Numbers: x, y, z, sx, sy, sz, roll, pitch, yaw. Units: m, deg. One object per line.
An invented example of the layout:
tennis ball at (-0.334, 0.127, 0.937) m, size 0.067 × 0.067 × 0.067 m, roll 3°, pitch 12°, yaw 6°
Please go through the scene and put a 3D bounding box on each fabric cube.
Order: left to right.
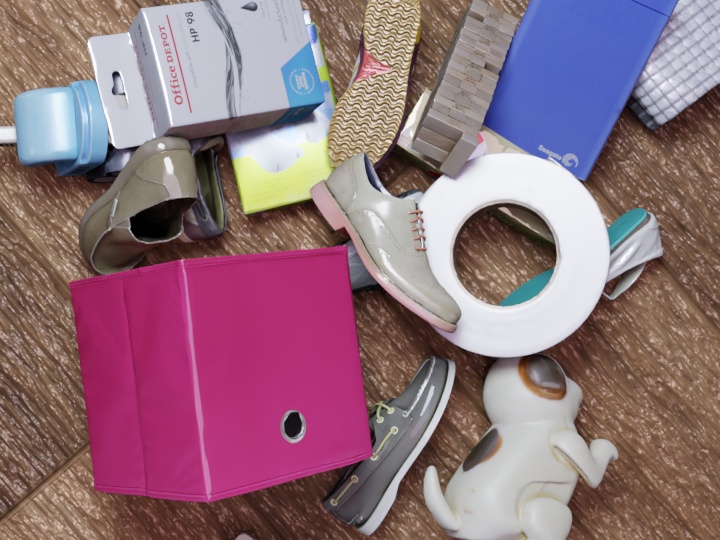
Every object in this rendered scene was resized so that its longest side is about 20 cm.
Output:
fabric cube at (-0.128, 0.091, 0.950) m, size 0.196 × 0.200 × 0.200 m, roll -5°, pitch 88°, yaw -44°

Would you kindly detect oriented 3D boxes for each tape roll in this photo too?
tape roll at (0.142, -0.015, 1.001) m, size 0.202 × 0.037 × 0.204 m, roll -1°, pitch 85°, yaw 11°

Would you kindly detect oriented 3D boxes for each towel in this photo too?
towel at (0.335, -0.268, 1.071) m, size 0.200 × 0.086 × 0.166 m, roll -38°, pitch 89°, yaw -1°

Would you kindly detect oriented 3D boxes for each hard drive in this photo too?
hard drive at (0.215, -0.209, 1.038) m, size 0.132 × 0.025 × 0.201 m, roll 28°, pitch 114°, yaw 11°

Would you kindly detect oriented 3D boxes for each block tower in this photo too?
block tower at (0.105, -0.190, 1.021) m, size 0.058 × 0.054 × 0.200 m, roll 24°, pitch 54°, yaw -6°

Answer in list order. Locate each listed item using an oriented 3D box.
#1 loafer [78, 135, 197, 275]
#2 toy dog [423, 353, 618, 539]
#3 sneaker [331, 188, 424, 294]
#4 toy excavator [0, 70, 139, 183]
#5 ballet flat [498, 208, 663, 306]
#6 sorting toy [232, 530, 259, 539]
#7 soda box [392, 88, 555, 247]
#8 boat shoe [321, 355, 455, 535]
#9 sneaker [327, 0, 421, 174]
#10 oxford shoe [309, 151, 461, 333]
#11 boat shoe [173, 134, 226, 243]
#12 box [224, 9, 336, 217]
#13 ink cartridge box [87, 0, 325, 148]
loafer at (-0.218, -0.048, 0.998) m, size 0.076 × 0.200 × 0.068 m, roll -4°, pitch 59°, yaw -37°
toy dog at (0.159, 0.181, 1.032) m, size 0.193 × 0.140 × 0.201 m, roll 17°, pitch 75°, yaw -9°
sneaker at (0.000, 0.000, 1.056) m, size 0.200 × 0.074 × 0.079 m, roll -36°, pitch 95°, yaw -3°
toy excavator at (-0.330, -0.138, 1.024) m, size 0.199 × 0.194 × 0.100 m, roll -3°, pitch 89°, yaw -30°
ballet flat at (0.238, 0.014, 1.073) m, size 0.200 × 0.069 × 0.070 m, roll -35°, pitch 90°, yaw -3°
sorting toy at (-0.108, 0.399, 1.043) m, size 0.200 × 0.070 × 0.199 m, roll 41°, pitch 87°, yaw 0°
soda box at (0.132, -0.104, 1.067) m, size 0.200 × 0.064 × 0.068 m, roll 32°, pitch 88°, yaw -1°
boat shoe at (0.031, 0.172, 1.053) m, size 0.060 × 0.072 × 0.202 m, roll 29°, pitch 92°, yaw -6°
sneaker at (0.020, -0.185, 1.050) m, size 0.075 × 0.090 × 0.201 m, roll 18°, pitch 88°, yaw 6°
oxford shoe at (0.035, -0.029, 0.968) m, size 0.074 × 0.071 × 0.200 m, roll -43°, pitch 76°, yaw 11°
boat shoe at (-0.170, -0.129, 1.045) m, size 0.066 × 0.072 × 0.202 m, roll -3°, pitch 95°, yaw 20°
box at (-0.086, -0.167, 1.069) m, size 0.121 × 0.048 × 0.201 m, roll -14°, pitch 90°, yaw -3°
ink cartridge box at (-0.146, -0.191, 0.975) m, size 0.199 × 0.067 × 0.116 m, roll -14°, pitch 89°, yaw -25°
